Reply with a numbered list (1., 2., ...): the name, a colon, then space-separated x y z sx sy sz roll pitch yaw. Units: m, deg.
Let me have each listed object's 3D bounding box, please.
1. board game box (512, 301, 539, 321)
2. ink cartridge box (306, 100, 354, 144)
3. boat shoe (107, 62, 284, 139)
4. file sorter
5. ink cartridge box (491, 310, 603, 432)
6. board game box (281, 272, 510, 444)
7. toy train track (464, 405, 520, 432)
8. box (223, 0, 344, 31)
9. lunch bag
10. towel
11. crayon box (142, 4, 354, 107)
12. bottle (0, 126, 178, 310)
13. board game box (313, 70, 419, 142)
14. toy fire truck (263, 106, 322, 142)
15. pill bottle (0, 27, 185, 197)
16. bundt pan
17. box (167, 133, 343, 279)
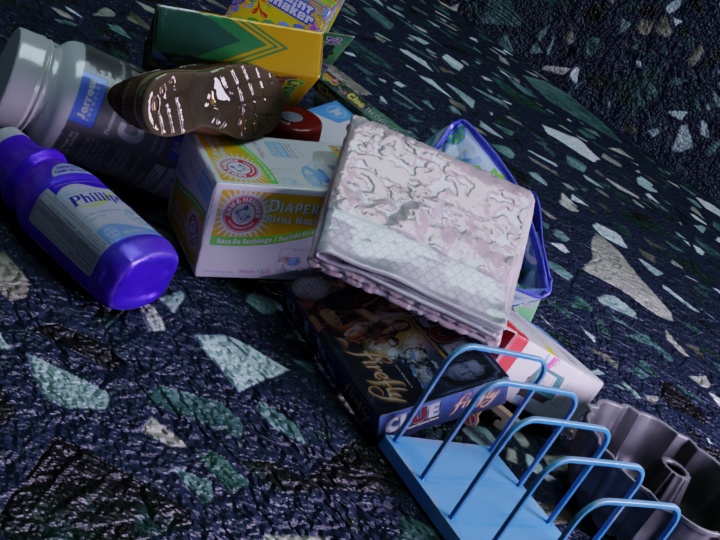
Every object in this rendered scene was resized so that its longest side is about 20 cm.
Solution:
1. board game box: 0.160 0.017 1.521 0.134 0.029 0.200 34 20 5
2. ink cartridge box: -0.007 -0.114 1.480 0.200 0.067 0.116 42 41 21
3. boat shoe: -0.151 -0.164 1.147 0.067 0.073 0.200 15 15 35
4. file sorter: 0.139 0.170 0.992 0.138 0.123 0.200 12 28 -41
5. ink cartridge box: 0.141 0.079 1.224 0.200 0.067 0.116 29 10 -40
6. board game box: 0.028 0.065 1.123 0.135 0.035 0.200 -14 42 -24
7. toy train track: 0.071 0.098 1.180 0.200 0.033 0.115 39 8 19
8. box: -0.121 -0.311 1.646 0.122 0.193 0.200 30 19 -4
9. lunch bag: 0.109 -0.043 1.290 0.200 0.127 0.170 53 -15 -3
10. towel: 0.061 -0.043 1.134 0.199 0.032 0.192 24 49 -9
11. crayon box: -0.118 -0.214 1.242 0.199 0.052 0.126 6 -8 -14
12. bottle: -0.245 -0.048 1.030 0.200 0.065 0.083 40 23 22
13. board game box: 0.012 -0.165 1.552 0.023 0.105 0.200 -37 64 -25
14. toy fire truck: -0.148 -0.141 1.355 0.167 0.113 0.200 -7 38 -32
15. pill bottle: -0.258 -0.156 1.195 0.199 0.114 0.114 20 23 -29
16. bundt pan: 0.279 0.215 1.156 0.201 0.076 0.202 28 20 -11
17. box: -0.075 -0.061 1.192 0.199 0.102 0.113 3 31 -26
